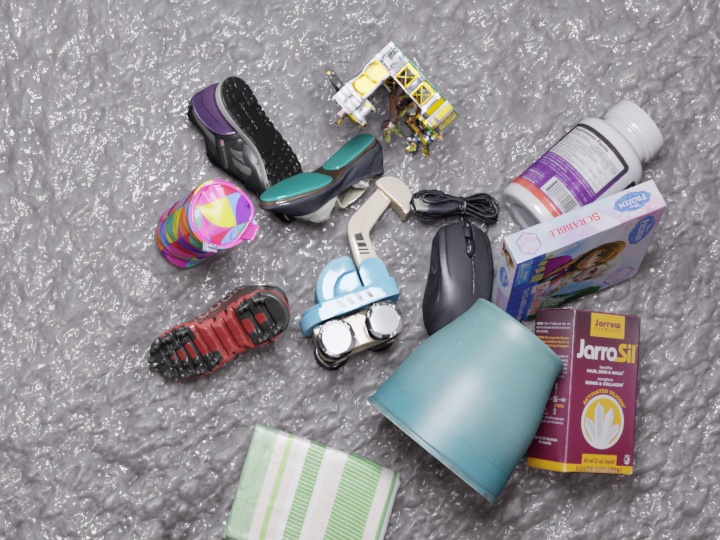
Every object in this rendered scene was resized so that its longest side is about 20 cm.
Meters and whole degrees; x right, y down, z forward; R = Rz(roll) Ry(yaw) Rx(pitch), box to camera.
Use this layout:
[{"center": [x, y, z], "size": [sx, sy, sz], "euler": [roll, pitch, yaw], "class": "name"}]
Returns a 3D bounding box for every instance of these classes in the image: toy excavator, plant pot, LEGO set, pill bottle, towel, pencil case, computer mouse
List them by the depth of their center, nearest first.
[{"center": [-0.188, -0.052, 1.594], "size": [0.087, 0.200, 0.089], "euler": [2, 85, -21], "class": "pencil case"}, {"center": [0.141, 0.147, 1.610], "size": [0.200, 0.200, 0.188], "euler": [39, 86, -2], "class": "plant pot"}, {"center": [0.030, -0.194, 1.638], "size": [0.116, 0.200, 0.154], "euler": [-43, 104, 0], "class": "LEGO set"}, {"center": [0.000, 0.000, 1.671], "size": [0.193, 0.100, 0.202], "euler": [-20, 80, -9], "class": "toy excavator"}, {"center": [-0.060, 0.296, 1.673], "size": [0.198, 0.023, 0.154], "euler": [18, 84, -3], "class": "towel"}, {"center": [0.126, -0.001, 1.681], "size": [0.137, 0.053, 0.202], "euler": [3, 89, -31], "class": "computer mouse"}, {"center": [0.289, -0.124, 1.696], "size": [0.200, 0.111, 0.112], "euler": [-41, 91, -8], "class": "pill bottle"}]

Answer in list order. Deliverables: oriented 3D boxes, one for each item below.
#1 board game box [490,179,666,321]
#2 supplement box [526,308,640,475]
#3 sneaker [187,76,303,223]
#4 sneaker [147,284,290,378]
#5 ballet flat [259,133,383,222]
[{"center": [0.264, -0.016, 1.639], "size": [0.198, 0.200, 0.041], "euler": [-22, 67, -9], "class": "board game box"}, {"center": [0.282, 0.153, 1.673], "size": [0.109, 0.085, 0.202], "euler": [6, 85, -27], "class": "supplement box"}, {"center": [-0.145, -0.147, 1.680], "size": [0.201, 0.087, 0.076], "euler": [61, 39, -17], "class": "sneaker"}, {"center": [-0.170, 0.073, 1.653], "size": [0.199, 0.098, 0.071], "euler": [-25, 102, 16], "class": "sneaker"}, {"center": [-0.041, -0.102, 1.657], "size": [0.199, 0.073, 0.073], "euler": [-35, 90, -35], "class": "ballet flat"}]
